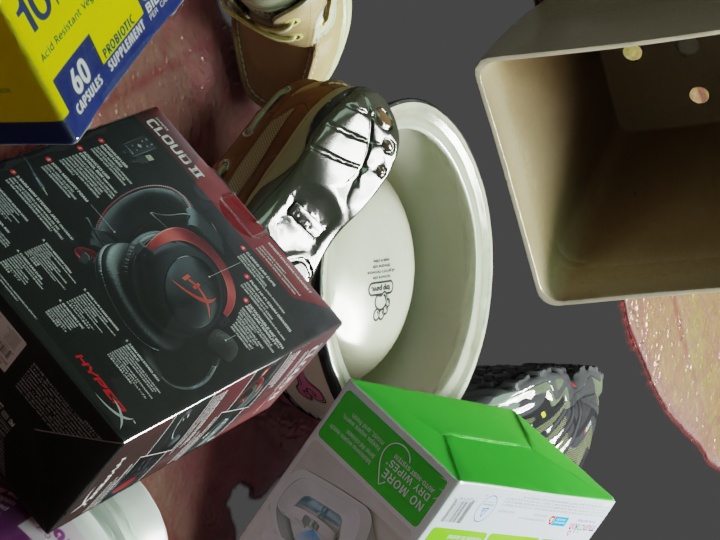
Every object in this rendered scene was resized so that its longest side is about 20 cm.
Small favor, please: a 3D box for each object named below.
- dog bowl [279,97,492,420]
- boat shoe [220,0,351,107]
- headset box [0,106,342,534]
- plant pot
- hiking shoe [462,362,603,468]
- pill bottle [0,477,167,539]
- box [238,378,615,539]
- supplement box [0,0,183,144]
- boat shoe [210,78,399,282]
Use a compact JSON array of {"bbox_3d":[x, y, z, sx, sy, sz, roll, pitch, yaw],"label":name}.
[{"bbox_3d":[0.000,0.000,1.322,0.200,0.073,0.201,-7,98,-59],"label":"dog bowl"},{"bbox_3d":[-0.044,-0.160,1.198,0.066,0.074,0.201,-53,158,-44],"label":"boat shoe"},{"bbox_3d":[-0.113,0.014,1.063,0.149,0.075,0.200,48,35,9],"label":"headset box"},{"bbox_3d":[0.215,-0.114,1.566,0.177,0.199,0.201,-64,143,-51],"label":"plant pot"},{"bbox_3d":[0.111,0.113,1.507,0.200,0.075,0.101,2,87,-59],"label":"hiking shoe"},{"bbox_3d":[-0.175,0.157,1.011,0.200,0.112,0.113,-35,121,-52],"label":"pill bottle"},{"bbox_3d":[0.026,0.168,1.282,0.177,0.097,0.200,-56,150,13],"label":"box"},{"bbox_3d":[-0.172,-0.161,0.928,0.109,0.109,0.201,-59,138,-37],"label":"supplement box"},{"bbox_3d":[-0.063,-0.020,1.204,0.200,0.074,0.076,-49,134,-10],"label":"boat shoe"}]
